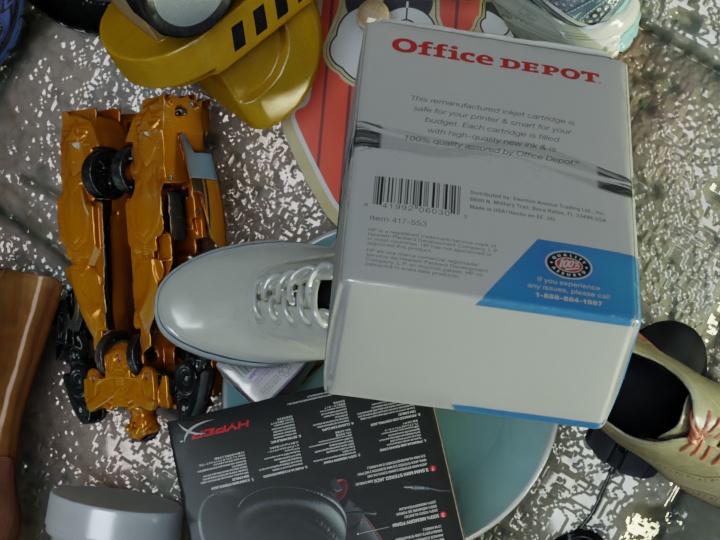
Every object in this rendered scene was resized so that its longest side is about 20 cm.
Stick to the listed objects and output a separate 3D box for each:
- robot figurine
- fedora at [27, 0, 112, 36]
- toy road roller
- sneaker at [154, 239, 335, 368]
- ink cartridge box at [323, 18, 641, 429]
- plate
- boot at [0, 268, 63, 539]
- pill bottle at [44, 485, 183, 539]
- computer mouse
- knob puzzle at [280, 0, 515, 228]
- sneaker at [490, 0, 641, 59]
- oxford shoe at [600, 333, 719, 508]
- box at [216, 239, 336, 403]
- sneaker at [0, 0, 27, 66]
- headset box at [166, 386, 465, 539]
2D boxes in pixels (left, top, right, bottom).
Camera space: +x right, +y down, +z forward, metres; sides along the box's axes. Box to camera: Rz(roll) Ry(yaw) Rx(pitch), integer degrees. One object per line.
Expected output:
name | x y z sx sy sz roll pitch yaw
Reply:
robot figurine | -0.128 0.000 1.253 0.144 0.058 0.202 -4 90 44
fedora | -0.146 -0.240 1.251 0.199 0.092 0.202 0 91 14
toy road roller | -0.059 -0.176 1.188 0.200 0.146 0.123 -38 38 -10
sneaker | -0.021 0.014 1.149 0.198 0.071 0.074 -1 78 12
ink cartridge box | 0.062 -0.027 1.081 0.145 0.201 0.086 8 133 -3
plate | 0.019 0.069 1.228 0.199 0.026 0.202 -1 75 5
boot | -0.270 0.090 1.291 0.188 0.068 0.202 1 81 45
pill bottle | -0.157 0.234 1.248 0.111 0.112 0.202 9 93 14
computer mouse | 0.140 0.120 1.213 0.058 0.034 0.201 27 97 12
knob puzzle | 0.050 -0.086 1.197 0.218 0.030 0.221 -2 74 5
sneaker | 0.073 -0.196 1.180 0.199 0.087 0.078 28 56 24
oxford shoe | 0.184 0.092 1.151 0.199 0.075 0.071 28 99 -3
box | 0.000 0.000 1.215 0.041 0.039 0.200 41 83 12
sneaker | -0.276 -0.127 1.277 0.075 0.078 0.200 47 113 7
headset box | -0.013 0.169 1.151 0.148 0.075 0.201 -13 74 -1
